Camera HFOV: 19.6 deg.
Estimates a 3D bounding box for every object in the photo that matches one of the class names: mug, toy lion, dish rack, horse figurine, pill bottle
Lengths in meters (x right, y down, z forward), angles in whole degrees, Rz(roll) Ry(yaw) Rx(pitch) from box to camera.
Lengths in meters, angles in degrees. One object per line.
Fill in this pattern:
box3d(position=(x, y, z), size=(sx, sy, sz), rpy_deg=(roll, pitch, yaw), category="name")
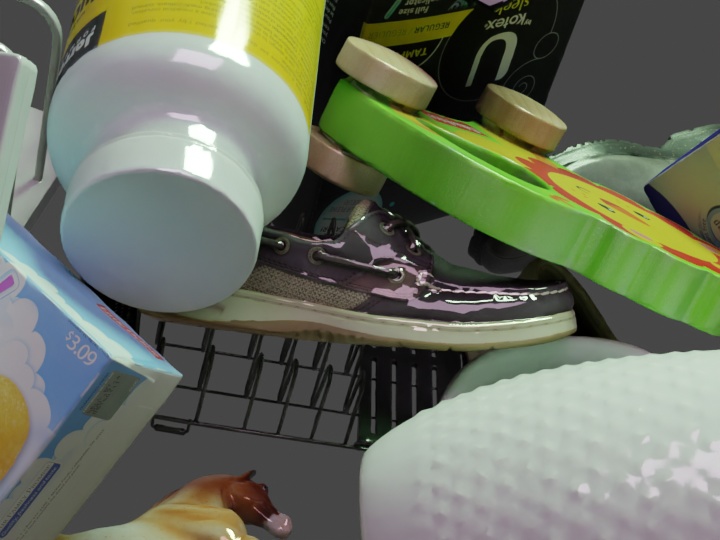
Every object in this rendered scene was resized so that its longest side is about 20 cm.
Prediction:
box3d(position=(0.092, 0.097, 0.899), size=(0.175, 0.148, 0.200), rpy_deg=(-6, 37, 5), category="mug")
box3d(position=(0.094, -0.028, 0.993), size=(0.192, 0.069, 0.200), rpy_deg=(35, 14, 33), category="toy lion")
box3d(position=(-0.040, 0.023, 1.029), size=(0.200, 0.055, 0.153), rpy_deg=(10, 41, -8), category="dish rack")
box3d(position=(-0.096, 0.142, 0.871), size=(0.200, 0.050, 0.133), rpy_deg=(-20, 40, -28), category="horse figurine")
box3d(position=(-0.075, -0.081, 0.907), size=(0.112, 0.112, 0.200), rpy_deg=(12, 44, -6), category="pill bottle")

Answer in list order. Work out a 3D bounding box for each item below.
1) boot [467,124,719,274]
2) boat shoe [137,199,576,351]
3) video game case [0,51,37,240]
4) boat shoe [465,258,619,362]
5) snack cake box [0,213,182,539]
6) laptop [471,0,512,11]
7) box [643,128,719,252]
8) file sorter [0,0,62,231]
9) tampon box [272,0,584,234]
box3d(position=(0.169, -0.008, 1.131), size=(0.200, 0.070, 0.132), rpy_deg=(-17, 57, -27), category="boot")
box3d(position=(0.000, 0.000, 0.946), size=(0.200, 0.065, 0.072), rpy_deg=(4, 3, 2), category="boat shoe")
box3d(position=(-0.233, -0.027, 0.825), size=(0.200, 0.143, 0.018), rpy_deg=(9, -7, 19), category="video game case")
box3d(position=(0.122, 0.079, 0.999), size=(0.072, 0.065, 0.200), rpy_deg=(3, 43, -40), category="boat shoe")
box3d(position=(-0.184, 0.021, 0.848), size=(0.200, 0.115, 0.067), rpy_deg=(40, 6, 22), category="snack cake box")
box3d(position=(0.045, -0.215, 1.052), size=(0.177, 0.103, 0.200), rpy_deg=(30, 16, 13), category="laptop")
box3d(position=(0.283, -0.014, 1.091), size=(0.200, 0.105, 0.184), rpy_deg=(-21, 79, -37), category="box")
box3d(position=(-0.227, -0.076, 1.021), size=(0.139, 0.125, 0.200), rpy_deg=(19, 41, 3), category="file sorter")
box3d(position=(0.016, -0.132, 1.110), size=(0.150, 0.200, 0.126), rpy_deg=(-16, 51, -32), category="tampon box")
